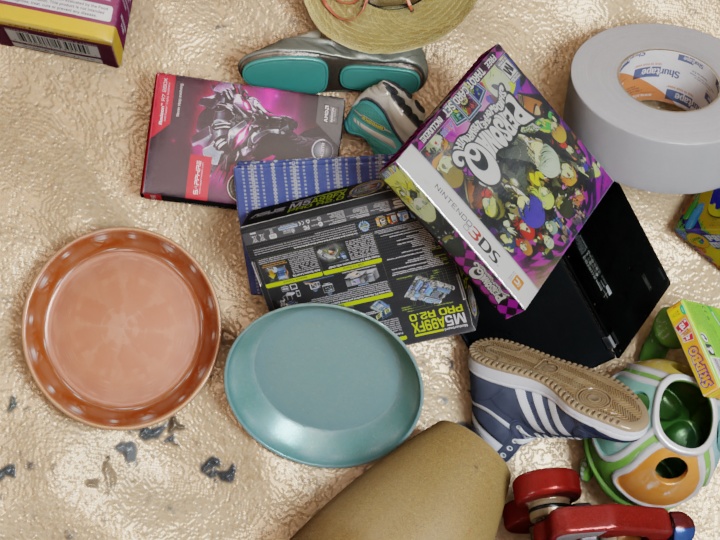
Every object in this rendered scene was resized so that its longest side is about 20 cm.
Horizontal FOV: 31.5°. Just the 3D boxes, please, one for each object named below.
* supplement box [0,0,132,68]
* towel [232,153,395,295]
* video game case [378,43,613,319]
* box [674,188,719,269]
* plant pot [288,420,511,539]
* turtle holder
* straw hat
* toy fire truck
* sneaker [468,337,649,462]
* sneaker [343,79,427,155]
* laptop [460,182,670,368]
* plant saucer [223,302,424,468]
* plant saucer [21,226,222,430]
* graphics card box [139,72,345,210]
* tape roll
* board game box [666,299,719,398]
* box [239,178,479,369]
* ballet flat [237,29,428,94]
[{"bbox_3d":[-0.288,-0.322,1.273,0.129,0.103,0.203,11,84,-5],"label":"supplement box"},{"bbox_3d":[-0.022,-0.045,1.261,0.197,0.024,0.147,-2,113,11],"label":"towel"},{"bbox_3d":[0.132,-0.087,1.192,0.182,0.036,0.200,48,54,-10],"label":"video game case"},{"bbox_3d":[0.454,-0.084,1.278,0.121,0.200,0.194,36,81,-14],"label":"box"},{"bbox_3d":[0.055,0.252,1.236,0.186,0.186,0.200,42,67,-1],"label":"plant pot"},{"bbox_3d":[0.308,0.146,1.278,0.141,0.132,0.186,40,66,6],"label":"turtle holder"},{"bbox_3d":[0.042,-0.305,1.313,0.198,0.085,0.204,-2,83,13],"label":"straw hat"},{"bbox_3d":[0.231,0.261,1.236,0.165,0.201,0.114,-5,64,-4],"label":"toy fire truck"},{"bbox_3d":[0.190,0.149,1.255,0.070,0.198,0.110,-26,128,-43],"label":"sneaker"},{"bbox_3d":[0.063,-0.103,1.319,0.079,0.078,0.201,-37,97,25],"label":"sneaker"},{"bbox_3d":[0.196,0.003,1.317,0.200,0.115,0.188,-46,113,-35],"label":"laptop"},{"bbox_3d":[-0.034,0.107,1.253,0.197,0.036,0.202,3,123,5],"label":"plant saucer"},{"bbox_3d":[-0.238,0.058,1.279,0.197,0.032,0.203,1,84,-7],"label":"plant saucer"},{"bbox_3d":[-0.119,-0.124,1.300,0.197,0.051,0.127,8,85,-7],"label":"graphics card box"},{"bbox_3d":[0.306,-0.167,1.290,0.197,0.067,0.202,1,44,-1],"label":"tape roll"},{"bbox_3d":[0.387,0.087,1.287,0.198,0.030,0.097,10,52,-42],"label":"board game box"},{"bbox_3d":[0.000,0.000,1.240,0.197,0.044,0.162,-13,112,16],"label":"box"},{"bbox_3d":[-0.028,-0.218,1.322,0.197,0.068,0.064,2,57,-7],"label":"ballet flat"}]
